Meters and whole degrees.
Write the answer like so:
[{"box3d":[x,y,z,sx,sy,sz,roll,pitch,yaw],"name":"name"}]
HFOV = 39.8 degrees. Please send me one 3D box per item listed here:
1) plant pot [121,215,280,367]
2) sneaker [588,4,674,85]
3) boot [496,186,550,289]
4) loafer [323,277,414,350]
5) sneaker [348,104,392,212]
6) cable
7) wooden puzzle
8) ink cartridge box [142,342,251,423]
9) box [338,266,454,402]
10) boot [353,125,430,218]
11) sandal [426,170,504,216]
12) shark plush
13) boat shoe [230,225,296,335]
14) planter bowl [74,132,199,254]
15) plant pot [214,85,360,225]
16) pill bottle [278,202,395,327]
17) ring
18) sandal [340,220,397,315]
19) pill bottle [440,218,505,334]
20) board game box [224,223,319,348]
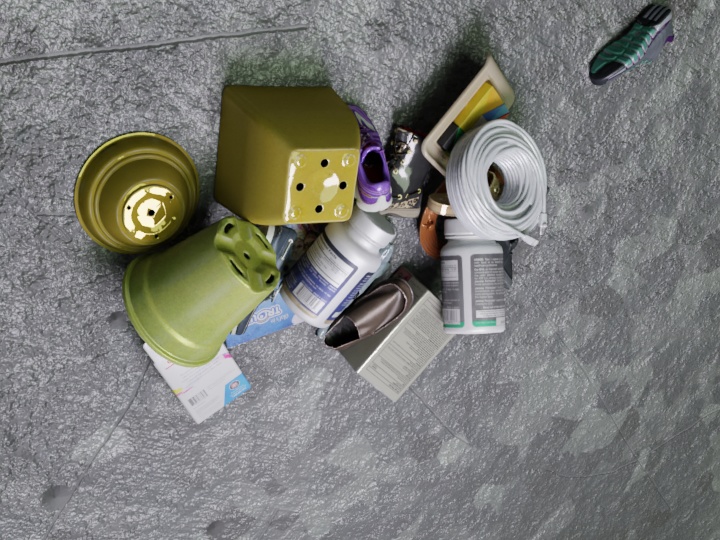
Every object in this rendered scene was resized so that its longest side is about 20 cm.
[{"box3d":[-0.229,0.017,1.522,0.184,0.202,0.200,-34,133,29],"name":"plant pot"},{"box3d":[0.514,-0.397,1.852,0.200,0.074,0.088,-43,132,-4],"name":"sneaker"},{"box3d":[0.295,-0.076,1.900,0.202,0.065,0.165,-64,161,-8],"name":"boot"},{"box3d":[0.011,0.087,1.754,0.200,0.071,0.073,-39,91,24],"name":"loafer"},{"box3d":[0.013,-0.193,1.603,0.080,0.202,0.084,-11,150,-16],"name":"sneaker"},{"box3d":[0.234,-0.152,1.691,0.198,0.069,0.203,13,81,-33],"name":"cable"},{"box3d":[0.194,-0.254,1.718,0.201,0.037,0.185,-55,156,4],"name":"wooden puzzle"},{"box3d":[-0.285,0.149,1.688,0.115,0.068,0.201,-34,127,-10],"name":"ink cartridge box"},{"box3d":[0.070,0.118,1.847,0.200,0.109,0.128,-48,128,1],"name":"box"},{"box3d":[0.050,-0.171,1.699,0.199,0.073,0.152,6,112,-42],"name":"boot"},{"box3d":[0.215,-0.140,1.748,0.210,0.078,0.070,-5,121,-32],"name":"sandal"},{"box3d":[-0.021,0.023,1.711,0.200,0.083,0.091,-43,113,-4],"name":"shark plush"},{"box3d":[-0.162,0.018,1.635,0.061,0.075,0.202,17,96,-22],"name":"boat shoe"},{"box3d":[-0.329,-0.102,1.523,0.198,0.083,0.202,-14,121,-24],"name":"planter bowl"},{"box3d":[-0.097,-0.164,1.548,0.194,0.200,0.196,-5,117,-28],"name":"plant pot"},{"box3d":[-0.035,-0.012,1.641,0.111,0.111,0.200,29,111,-37],"name":"pill bottle"},{"box3d":[0.191,-0.104,1.828,0.199,0.019,0.202,-24,137,-25],"name":"ring"},{"box3d":[0.000,-0.001,1.782,0.075,0.048,0.202,24,103,-34],"name":"sandal"},{"box3d":[0.199,0.009,1.766,0.112,0.113,0.203,-2,91,-28],"name":"pill bottle"},{"box3d":[-0.158,0.011,1.703,0.198,0.043,0.201,-19,123,-19],"name":"board game box"}]
